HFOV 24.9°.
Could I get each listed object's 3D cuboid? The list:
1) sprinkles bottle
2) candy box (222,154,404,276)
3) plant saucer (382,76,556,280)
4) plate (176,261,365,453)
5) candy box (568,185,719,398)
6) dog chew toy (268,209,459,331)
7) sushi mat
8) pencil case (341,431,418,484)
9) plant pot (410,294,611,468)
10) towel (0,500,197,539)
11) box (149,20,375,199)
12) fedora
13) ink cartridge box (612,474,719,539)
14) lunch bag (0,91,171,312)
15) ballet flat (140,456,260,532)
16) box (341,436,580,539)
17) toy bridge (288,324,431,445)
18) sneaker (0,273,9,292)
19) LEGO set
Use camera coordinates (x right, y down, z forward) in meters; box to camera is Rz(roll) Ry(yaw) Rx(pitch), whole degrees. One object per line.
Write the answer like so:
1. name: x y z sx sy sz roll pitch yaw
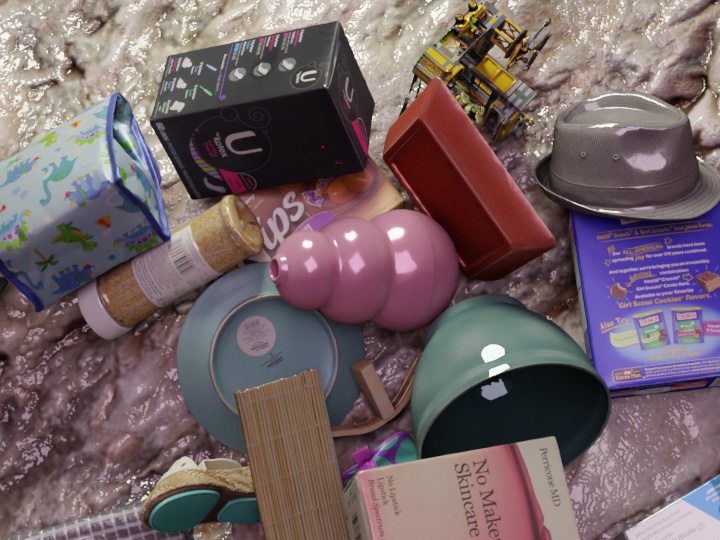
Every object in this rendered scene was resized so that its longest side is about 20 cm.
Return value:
1. sprinkles bottle: -0.196 -0.002 1.679 0.199 0.068 0.069 -29 75 18
2. candy box: -0.065 -0.052 1.735 0.199 0.057 0.117 -36 78 -10
3. plant saucer: 0.097 -0.079 1.646 0.037 0.200 0.200 -35 89 -16
4. plate: -0.089 0.092 1.676 0.198 0.026 0.203 -1 93 -13
5. candy box: 0.311 0.023 1.699 0.167 0.077 0.202 -6 76 0
6. dog chew toy: 0.000 0.000 1.651 0.198 0.124 0.126 0 73 -30
7. sushi mat: -0.064 0.203 1.630 0.095 0.012 0.202 -17 103 -28
8. pencil case: 0.061 0.265 1.630 0.085 0.092 0.201 -36 74 18
9. plant pot: 0.135 0.111 1.634 0.198 0.201 0.135 -17 48 -4
10. towel: -0.249 0.321 1.623 0.198 0.086 0.167 -16 76 -3
11. box: -0.099 -0.163 1.687 0.198 0.123 0.107 -9 46 19
12. fedora: 0.276 -0.126 1.683 0.198 0.091 0.177 13 33 32
13. ink cartridge box: 0.364 0.316 1.616 0.144 0.085 0.201 -29 78 -7
14. lunch bag: -0.301 -0.082 1.694 0.169 0.128 0.201 -28 45 7
15. ballet flat: -0.155 0.217 1.612 0.071 0.199 0.065 -48 60 19
16. box: 0.094 0.243 1.539 0.198 0.109 0.129 -9 72 -12
17. toy bridge: 0.014 0.124 1.686 0.199 0.027 0.068 -34 111 -20
18. sneaker: -0.445 -0.040 1.736 0.089 0.067 0.201 -29 77 -14
19. LEGO set: 0.124 -0.180 1.708 0.116 0.200 0.154 40 59 9
